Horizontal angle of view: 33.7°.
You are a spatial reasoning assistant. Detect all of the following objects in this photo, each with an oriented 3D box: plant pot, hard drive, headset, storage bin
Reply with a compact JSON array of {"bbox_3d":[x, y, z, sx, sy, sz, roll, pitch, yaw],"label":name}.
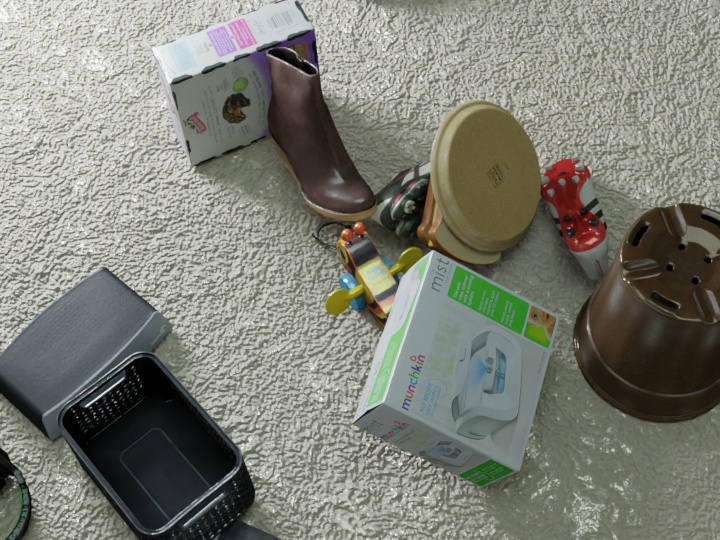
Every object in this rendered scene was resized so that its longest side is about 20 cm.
[{"bbox_3d":[0.352,0.039,1.348,0.198,0.199,0.202,-1,58,2],"label":"plant pot"},{"bbox_3d":[-0.339,0.091,1.428,0.135,0.042,0.200,37,67,21],"label":"hard drive"},{"bbox_3d":[-0.451,0.236,1.344,0.123,0.094,0.201,-27,77,-19],"label":"headset"},{"bbox_3d":[-0.225,0.207,1.318,0.135,0.094,0.200,-37,59,-18],"label":"storage bin"}]

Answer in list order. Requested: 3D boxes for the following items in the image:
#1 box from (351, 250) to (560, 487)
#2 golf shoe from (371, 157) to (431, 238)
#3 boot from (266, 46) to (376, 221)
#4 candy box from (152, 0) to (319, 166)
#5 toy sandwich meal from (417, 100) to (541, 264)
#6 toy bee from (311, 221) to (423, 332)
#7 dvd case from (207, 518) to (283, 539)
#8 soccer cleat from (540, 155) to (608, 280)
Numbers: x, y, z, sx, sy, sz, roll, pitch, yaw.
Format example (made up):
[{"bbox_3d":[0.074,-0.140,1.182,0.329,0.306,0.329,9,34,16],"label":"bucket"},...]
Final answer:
[{"bbox_3d":[0.108,0.111,1.340,0.175,0.097,0.201,28,60,-12],"label":"box"},{"bbox_3d":[0.090,-0.118,1.521,0.199,0.078,0.088,-33,36,-32],"label":"golf shoe"},{"bbox_3d":[-0.054,-0.166,1.463,0.072,0.167,0.200,-29,48,-25],"label":"boot"},{"bbox_3d":[-0.155,-0.245,1.550,0.199,0.168,0.072,-23,59,-12],"label":"candy box"},{"bbox_3d":[0.143,-0.106,1.467,0.070,0.205,0.206,-7,44,51],"label":"toy sandwich meal"},{"bbox_3d":[0.000,0.000,1.435,0.199,0.109,0.131,32,67,19],"label":"toy bee"},{"bbox_3d":[-0.104,0.362,1.275,0.198,0.016,0.149,21,62,14],"label":"dvd case"},{"bbox_3d":[0.272,-0.069,1.495,0.068,0.086,0.201,-20,35,9],"label":"soccer cleat"}]
